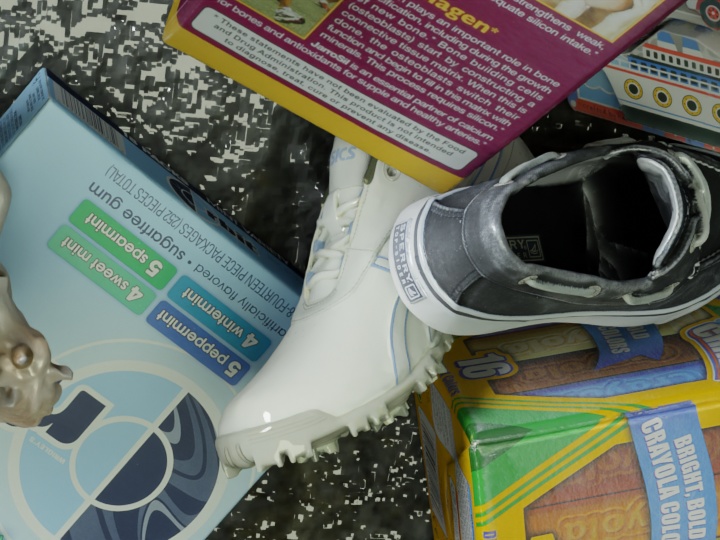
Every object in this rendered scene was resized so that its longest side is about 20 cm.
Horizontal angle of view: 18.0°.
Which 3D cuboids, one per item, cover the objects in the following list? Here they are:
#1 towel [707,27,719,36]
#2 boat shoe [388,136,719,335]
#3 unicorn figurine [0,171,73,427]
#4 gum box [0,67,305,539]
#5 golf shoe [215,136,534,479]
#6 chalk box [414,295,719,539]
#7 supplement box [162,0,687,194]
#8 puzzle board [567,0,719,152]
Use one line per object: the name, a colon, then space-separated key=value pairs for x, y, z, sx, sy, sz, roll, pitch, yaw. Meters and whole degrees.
towel: x=0.133 y=-0.156 z=0.837 sx=0.023 sy=0.152 sz=0.201 roll=-35 pitch=118 yaw=-34
boat shoe: x=0.102 y=-0.019 z=0.864 sx=0.199 sy=0.068 sz=0.072 roll=-5 pitch=77 yaw=-42
unicorn figurine: x=-0.170 y=0.010 z=0.824 sx=0.199 sy=0.138 sz=0.074 roll=-32 pitch=157 yaw=36
gum box: x=-0.124 y=0.050 z=0.911 sx=0.170 sy=0.045 sz=0.200 roll=39 pitch=100 yaw=-22
golf shoe: x=0.000 y=0.000 z=0.867 sx=0.200 sy=0.078 sz=0.098 roll=-41 pitch=106 yaw=-41
chalk box: x=0.131 y=0.080 z=0.929 sx=0.198 sy=0.124 sz=0.125 roll=-10 pitch=113 yaw=-7
supplement box: x=0.036 y=-0.132 z=0.783 sx=0.130 sy=0.104 sz=0.200 roll=29 pitch=147 yaw=-18
puzzle board: x=0.148 y=-0.100 z=0.826 sx=0.017 sy=0.199 sz=0.152 roll=-35 pitch=131 yaw=-35
